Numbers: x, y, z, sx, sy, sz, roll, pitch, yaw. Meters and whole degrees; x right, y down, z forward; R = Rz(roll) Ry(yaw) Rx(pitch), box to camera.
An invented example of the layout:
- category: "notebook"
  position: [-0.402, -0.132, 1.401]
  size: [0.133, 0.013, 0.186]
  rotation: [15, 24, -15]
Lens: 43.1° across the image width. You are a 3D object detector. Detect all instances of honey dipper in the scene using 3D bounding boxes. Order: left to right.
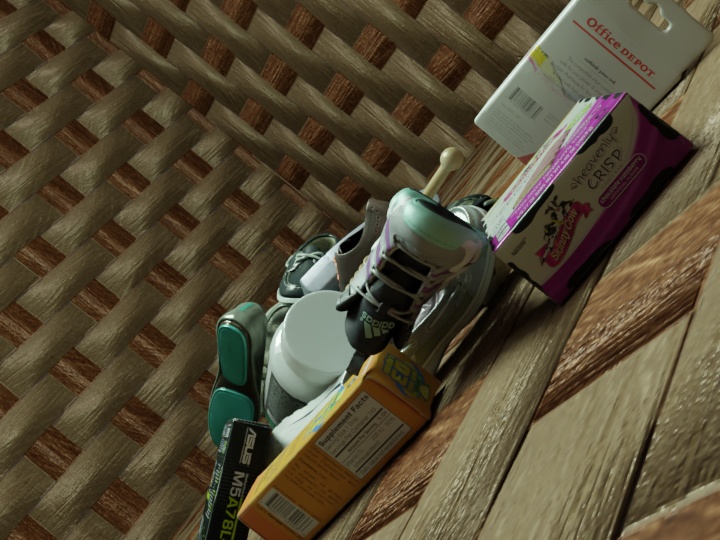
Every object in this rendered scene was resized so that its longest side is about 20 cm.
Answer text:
- category: "honey dipper"
  position: [0.047, -0.042, 0.918]
  size: [0.200, 0.038, 0.038]
  rotation: [-56, -1, 31]

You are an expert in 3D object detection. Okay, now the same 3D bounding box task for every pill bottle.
- category: "pill bottle"
  position: [-0.046, 0.110, 0.999]
  size: [0.113, 0.113, 0.200]
  rotation: [-52, -10, -29]

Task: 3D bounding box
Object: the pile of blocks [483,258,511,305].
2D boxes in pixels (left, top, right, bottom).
- category: "pile of blocks"
  position: [0.078, 0.012, 0.902]
  size: [0.062, 0.082, 0.200]
  rotation: [-51, 2, -20]

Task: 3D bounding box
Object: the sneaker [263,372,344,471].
- category: "sneaker"
  position: [-0.044, 0.178, 0.890]
  size: [0.200, 0.076, 0.081]
  rotation: [-52, 10, 25]

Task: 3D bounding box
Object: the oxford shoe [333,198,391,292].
- category: "oxford shoe"
  position: [0.000, 0.000, 1.017]
  size: [0.200, 0.072, 0.071]
  rotation: [-60, 7, 34]

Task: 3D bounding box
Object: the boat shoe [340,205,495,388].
- category: "boat shoe"
  position: [0.052, 0.030, 0.804]
  size: [0.074, 0.065, 0.202]
  rotation: [32, 93, 51]

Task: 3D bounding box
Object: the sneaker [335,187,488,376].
- category: "sneaker"
  position: [0.027, 0.018, 0.688]
  size: [0.140, 0.078, 0.200]
  rotation: [-57, -6, -1]

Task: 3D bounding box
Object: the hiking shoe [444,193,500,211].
- category: "hiking shoe"
  position: [0.139, -0.047, 1.049]
  size: [0.101, 0.076, 0.200]
  rotation: [-25, 11, 30]

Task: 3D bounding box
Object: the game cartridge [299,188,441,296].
- category: "game cartridge"
  position: [0.020, -0.010, 1.107]
  size: [0.200, 0.042, 0.133]
  rotation: [-37, -27, -15]

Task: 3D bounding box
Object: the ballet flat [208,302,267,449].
- category: "ballet flat"
  position: [-0.136, 0.125, 1.065]
  size: [0.064, 0.067, 0.200]
  rotation: [-45, -30, -52]

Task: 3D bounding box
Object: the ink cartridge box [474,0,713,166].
- category: "ink cartridge box"
  position: [0.214, -0.181, 0.837]
  size: [0.200, 0.116, 0.068]
  rotation: [-49, 2, 37]

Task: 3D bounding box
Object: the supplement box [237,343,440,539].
- category: "supplement box"
  position: [-0.020, 0.153, 0.770]
  size: [0.200, 0.069, 0.067]
  rotation: [-48, 5, 26]

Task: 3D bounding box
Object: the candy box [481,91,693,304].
- category: "candy box"
  position: [0.157, -0.061, 0.682]
  size: [0.136, 0.061, 0.200]
  rotation: [-52, 1, 10]

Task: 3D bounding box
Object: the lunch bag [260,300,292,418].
- category: "lunch bag"
  position: [-0.072, 0.100, 1.247]
  size: [0.200, 0.139, 0.168]
  rotation: [-46, -31, -73]

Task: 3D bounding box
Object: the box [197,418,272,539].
- category: "box"
  position: [-0.139, 0.252, 0.943]
  size: [0.200, 0.047, 0.193]
  rotation: [133, 147, -75]

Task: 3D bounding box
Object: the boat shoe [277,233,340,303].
- category: "boat shoe"
  position: [-0.065, -0.004, 1.191]
  size: [0.200, 0.076, 0.060]
  rotation: [-73, -15, -76]
